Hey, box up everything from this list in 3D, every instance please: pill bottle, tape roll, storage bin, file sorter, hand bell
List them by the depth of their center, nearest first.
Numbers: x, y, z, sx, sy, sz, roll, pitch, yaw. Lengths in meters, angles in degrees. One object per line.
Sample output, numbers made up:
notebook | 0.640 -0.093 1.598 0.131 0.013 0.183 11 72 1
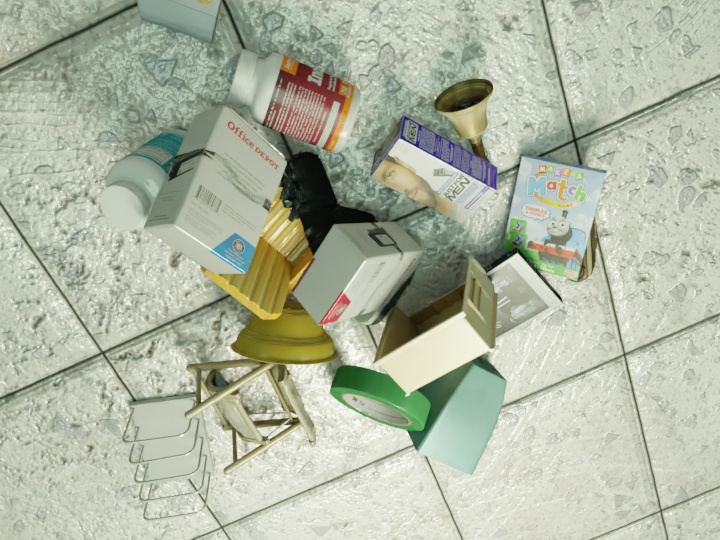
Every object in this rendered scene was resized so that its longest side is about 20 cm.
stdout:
pill bottle | -0.320 -0.139 0.933 0.108 0.201 0.113 6 122 10
pill bottle | -0.107 -0.275 0.962 0.196 0.113 0.115 18 110 -15
hand bell | 0.205 -0.220 1.056 0.102 0.105 0.202 -23 126 3
storage bin | 0.141 0.095 1.079 0.199 0.200 0.094 -35 107 30
tape roll | 0.037 0.251 1.167 0.198 0.200 0.049 31 66 -18
file sorter | -0.382 0.374 1.194 0.136 0.125 0.204 -6 113 -5

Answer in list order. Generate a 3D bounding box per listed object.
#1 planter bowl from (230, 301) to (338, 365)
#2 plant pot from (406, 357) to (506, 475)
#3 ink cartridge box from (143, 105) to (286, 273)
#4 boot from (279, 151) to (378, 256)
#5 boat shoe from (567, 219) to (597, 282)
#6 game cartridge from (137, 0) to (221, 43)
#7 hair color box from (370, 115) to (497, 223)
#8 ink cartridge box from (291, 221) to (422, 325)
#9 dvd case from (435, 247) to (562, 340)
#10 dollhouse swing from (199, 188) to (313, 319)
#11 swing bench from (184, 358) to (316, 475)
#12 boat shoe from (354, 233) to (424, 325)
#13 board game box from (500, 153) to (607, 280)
planter bowl | -0.134 0.104 1.087 0.196 0.200 0.085 5 97 -10
plant pot | 0.202 0.275 1.226 0.140 0.141 0.202 27 100 -17
ink cartridge box | -0.210 -0.117 0.896 0.144 0.083 0.203 39 60 -43
boot | -0.057 -0.122 1.038 0.073 0.197 0.165 -28 86 36
boat shoe | 0.418 -0.086 1.147 0.074 0.074 0.207 -19 110 -40
game cartridge | -0.266 -0.467 0.903 0.131 0.042 0.203 13 111 -17
hair color box | 0.128 -0.171 1.040 0.197 0.066 0.109 25 143 -15
ink cartridge box | 0.000 0.000 1.009 0.083 0.199 0.146 45 116 20
dvd case | 0.268 0.060 1.168 0.199 0.025 0.150 -36 113 29
dollhouse swing | -0.152 -0.055 1.016 0.199 0.176 0.182 41 103 -20
swing bench | -0.206 0.259 1.148 0.196 0.131 0.201 -18 128 -2
boat shoe | 0.060 0.019 1.140 0.201 0.071 0.063 -53 146 14
board game box | 0.351 -0.098 1.102 0.149 0.037 0.204 16 113 21
